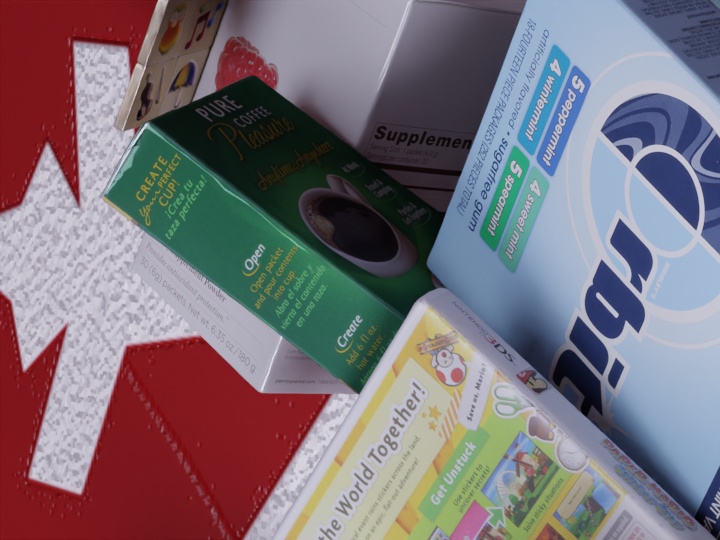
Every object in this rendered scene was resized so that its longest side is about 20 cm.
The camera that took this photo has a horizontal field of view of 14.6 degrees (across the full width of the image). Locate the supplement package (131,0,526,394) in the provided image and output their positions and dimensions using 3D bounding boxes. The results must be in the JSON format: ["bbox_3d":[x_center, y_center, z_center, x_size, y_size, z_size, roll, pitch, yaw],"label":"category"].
[{"bbox_3d":[-0.002,-0.057,1.308,0.121,0.119,0.201,41,117,42],"label":"supplement package"}]

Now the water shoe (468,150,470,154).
[{"bbox_3d":[0.092,-0.053,1.231,0.071,0.079,0.201,23,105,47],"label":"water shoe"}]

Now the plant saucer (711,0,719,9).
[{"bbox_3d":[0.180,-0.038,1.151,0.200,0.039,0.202,-4,84,42],"label":"plant saucer"}]

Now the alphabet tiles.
[{"bbox_3d":[-0.054,-0.126,1.329,0.008,0.200,0.168,28,111,16],"label":"alphabet tiles"}]

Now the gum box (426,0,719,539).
[{"bbox_3d":[0.119,-0.004,1.058,0.200,0.044,0.170,50,137,33],"label":"gum box"}]

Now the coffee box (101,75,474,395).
[{"bbox_3d":[0.000,0.000,1.170,0.200,0.123,0.044,37,113,7],"label":"coffee box"}]

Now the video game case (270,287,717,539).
[{"bbox_3d":[0.049,0.137,1.099,0.182,0.023,0.200,43,127,17],"label":"video game case"}]
